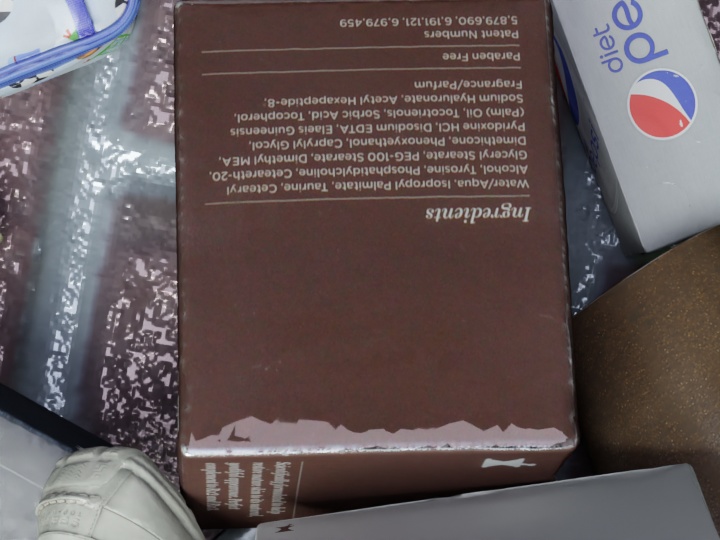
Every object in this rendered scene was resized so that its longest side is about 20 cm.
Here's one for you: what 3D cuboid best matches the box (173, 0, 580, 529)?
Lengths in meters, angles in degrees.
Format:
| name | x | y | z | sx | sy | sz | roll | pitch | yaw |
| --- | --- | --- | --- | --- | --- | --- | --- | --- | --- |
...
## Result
| name | x | y | z | sx | sy | sz | roll | pitch | yaw |
| --- | --- | --- | --- | --- | --- | --- | --- | --- | --- |
| box | 0.000 | 0.000 | 0.957 | 0.163 | 0.166 | 0.201 | -1 | 73 | -4 |

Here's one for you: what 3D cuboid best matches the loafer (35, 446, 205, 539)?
| name | x | y | z | sx | sy | sz | roll | pitch | yaw |
| --- | --- | --- | --- | --- | --- | --- | --- | --- | --- |
| loafer | -0.074 | 0.160 | 0.935 | 0.070 | 0.070 | 0.200 | -17 | 127 | 35 |

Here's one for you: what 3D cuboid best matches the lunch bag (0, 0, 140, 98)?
| name | x | y | z | sx | sy | sz | roll | pitch | yaw |
| --- | --- | --- | --- | --- | --- | --- | --- | --- | --- |
| lunch bag | -0.193 | -0.179 | 1.021 | 0.160 | 0.076 | 0.201 | -22 | 91 | -5 |

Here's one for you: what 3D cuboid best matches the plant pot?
| name | x | y | z | sx | sy | sz | roll | pitch | yaw |
| --- | --- | --- | --- | --- | --- | --- | --- | --- | --- |
| plant pot | 0.181 | 0.088 | 0.991 | 0.186 | 0.187 | 0.200 | -33 | 80 | -3 |

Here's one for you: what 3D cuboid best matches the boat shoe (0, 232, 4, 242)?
| name | x | y | z | sx | sy | sz | roll | pitch | yaw |
| --- | --- | --- | --- | --- | --- | --- | --- | --- | --- |
| boat shoe | -0.263 | -0.058 | 1.013 | 0.200 | 0.075 | 0.068 | 42 | 82 | -2 |

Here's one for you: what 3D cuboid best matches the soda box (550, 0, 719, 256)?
| name | x | y | z | sx | sy | sz | roll | pitch | yaw |
| --- | --- | --- | --- | --- | --- | --- | --- | --- | --- |
| soda box | 0.127 | -0.111 | 1.038 | 0.068 | 0.063 | 0.201 | -21 | 90 | -3 |

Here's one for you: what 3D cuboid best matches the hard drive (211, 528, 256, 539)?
| name | x | y | z | sx | sy | sz | roll | pitch | yaw |
| --- | --- | --- | --- | --- | --- | --- | --- | --- | --- |
| hard drive | -0.068 | 0.221 | 1.037 | 0.200 | 0.033 | 0.140 | -42 | 91 | -3 |

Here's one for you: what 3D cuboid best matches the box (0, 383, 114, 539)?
| name | x | y | z | sx | sy | sz | roll | pitch | yaw |
| --- | --- | --- | --- | --- | --- | --- | --- | --- | --- |
| box | -0.241 | 0.125 | 0.985 | 0.199 | 0.124 | 0.197 | 30 | 89 | -2 |

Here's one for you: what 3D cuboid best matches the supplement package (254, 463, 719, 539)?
| name | x | y | z | sx | sy | sz | roll | pitch | yaw |
| --- | --- | --- | --- | --- | --- | --- | --- | --- | --- |
| supplement package | 0.061 | 0.204 | 0.862 | 0.190 | 0.147 | 0.201 | -9 | 101 | 3 |
